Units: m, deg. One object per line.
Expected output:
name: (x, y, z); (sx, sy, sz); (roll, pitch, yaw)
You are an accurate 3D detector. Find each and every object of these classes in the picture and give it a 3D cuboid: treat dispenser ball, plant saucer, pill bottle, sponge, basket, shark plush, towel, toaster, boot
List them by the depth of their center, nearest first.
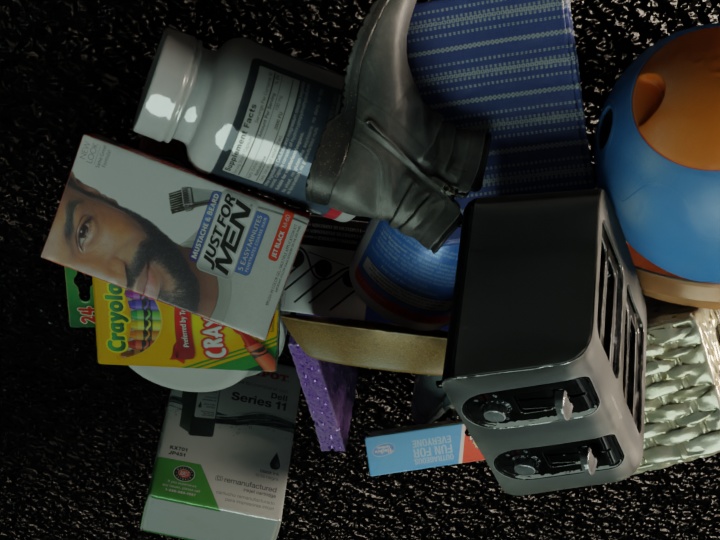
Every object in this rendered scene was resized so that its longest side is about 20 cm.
toaster: (0.144, 0.049, 1.086); (0.118, 0.201, 0.181); (-5, 142, 21)
treat dispenser ball: (0.282, -0.091, 1.107); (0.199, 0.202, 0.202); (5, 143, 4)
boot: (0.045, -0.124, 1.122); (0.131, 0.201, 0.070); (19, -179, 1)
towel: (0.111, -0.123, 1.138); (0.144, 0.202, 0.024); (-7, -176, 22)
pill bottle: (-0.083, -0.127, 1.194); (0.199, 0.120, 0.120); (19, 141, -13)
plant saucer: (0.293, -0.009, 1.224); (0.198, 0.201, 0.033); (5, 111, 3)
basket: (0.225, 0.103, 1.235); (0.199, 0.123, 0.137); (-15, 98, 22)
pill bottle: (0.074, -0.055, 1.239); (0.111, 0.113, 0.201); (17, 125, -12)
plant saucer: (0.025, 0.068, 1.270); (0.198, 0.036, 0.200); (7, 180, 0)
shark plush: (0.108, 0.120, 1.461); (0.090, 0.084, 0.200); (23, 167, -26)
sponge: (-0.035, 0.089, 1.470); (0.030, 0.112, 0.201); (1, 142, 12)

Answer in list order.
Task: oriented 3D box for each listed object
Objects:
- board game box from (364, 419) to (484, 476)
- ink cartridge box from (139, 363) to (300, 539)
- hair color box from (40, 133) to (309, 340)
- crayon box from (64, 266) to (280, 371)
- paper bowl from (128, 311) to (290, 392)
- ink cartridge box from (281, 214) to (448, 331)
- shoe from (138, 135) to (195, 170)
board game box: (0.084, 0.185, 1.526); (0.152, 0.041, 0.200); (-8, 175, 2)
ink cartridge box: (-0.148, 0.192, 1.554); (0.145, 0.201, 0.083); (12, 140, -6)
hair color box: (-0.153, -0.029, 1.195); (0.199, 0.112, 0.064); (20, -176, -3)
crayon box: (-0.171, 0.028, 1.287); (0.198, 0.051, 0.128); (2, 132, -3)
paper bowl: (-0.173, 0.048, 1.450); (0.199, 0.105, 0.201); (5, 144, 4)
ink cartridge box: (0.000, 0.000, 1.359); (0.198, 0.095, 0.044); (7, -179, -1)
shoe: (-0.168, -0.045, 1.318); (0.071, 0.091, 0.201); (-3, 132, 2)
